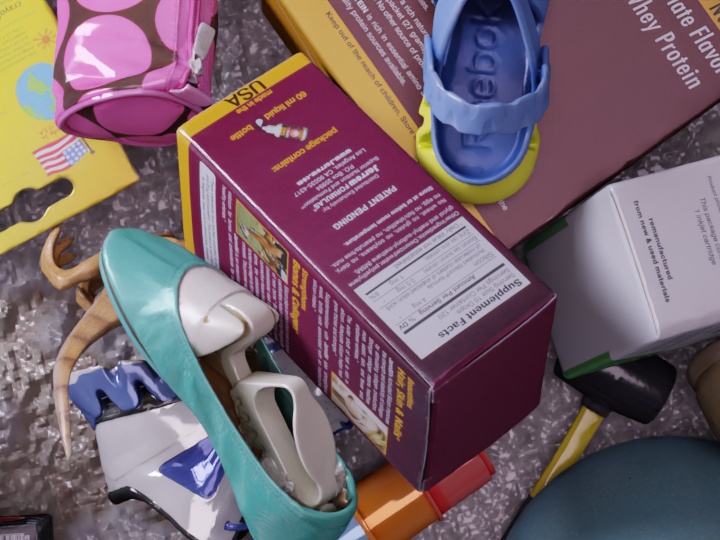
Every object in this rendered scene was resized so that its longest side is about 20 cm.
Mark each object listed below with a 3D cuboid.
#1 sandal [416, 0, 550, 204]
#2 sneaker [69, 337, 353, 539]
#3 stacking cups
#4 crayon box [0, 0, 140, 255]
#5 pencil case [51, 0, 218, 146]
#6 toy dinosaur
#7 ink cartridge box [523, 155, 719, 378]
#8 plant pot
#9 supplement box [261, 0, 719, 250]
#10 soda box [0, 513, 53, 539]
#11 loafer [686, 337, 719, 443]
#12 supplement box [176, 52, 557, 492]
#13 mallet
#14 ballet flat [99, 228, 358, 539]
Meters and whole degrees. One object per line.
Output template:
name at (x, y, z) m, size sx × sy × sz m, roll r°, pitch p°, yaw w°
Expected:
sandal at (0.064, -0.136, 0.974) m, size 0.079 × 0.087 × 0.200 m, roll -3°, pitch 87°, yaw 0°
sneaker at (-0.058, 0.097, 1.100) m, size 0.199 × 0.081 × 0.115 m, roll -9°, pitch 88°, yaw 4°
stacking cups at (-0.014, 0.158, 1.111) m, size 0.200 × 0.061 × 0.061 m, roll -31°, pitch 90°, yaw -6°
crayon box at (-0.223, -0.107, 1.110) m, size 0.127 × 0.051 × 0.200 m, roll -28°, pitch 89°, yaw -4°
pencil case at (-0.114, -0.167, 1.074) m, size 0.091 × 0.094 × 0.200 m, roll 13°, pitch 68°, yaw -38°
toy dinosaur at (-0.129, 0.014, 1.070) m, size 0.200 × 0.106 × 0.060 m, roll -37°, pitch 128°, yaw -39°
ink cartridge box at (0.209, -0.015, 1.058) m, size 0.200 × 0.146 × 0.084 m, roll -15°, pitch 82°, yaw -17°
plant pot at (0.176, 0.201, 1.059) m, size 0.200 × 0.135 × 0.200 m, roll 0°, pitch 98°, yaw -3°
supplement box at (0.082, -0.131, 1.083) m, size 0.200 × 0.133 × 0.197 m, roll -36°, pitch 90°, yaw -3°
soda box at (-0.198, 0.237, 1.089) m, size 0.063 × 0.071 × 0.200 m, roll -3°, pitch 88°, yaw -2°
loafer at (0.269, 0.096, 1.092) m, size 0.200 × 0.076 × 0.068 m, roll 16°, pitch 53°, yaw -16°
supplement box at (0.000, 0.000, 1.013) m, size 0.086 × 0.110 × 0.200 m, roll -35°, pitch 64°, yaw -22°
mallet at (0.098, 0.119, 1.126) m, size 0.066 × 0.041 × 0.200 m, roll 37°, pitch 91°, yaw -2°
ballet flat at (-0.059, 0.054, 1.022) m, size 0.070 × 0.067 × 0.200 m, roll -29°, pitch 91°, yaw 37°
